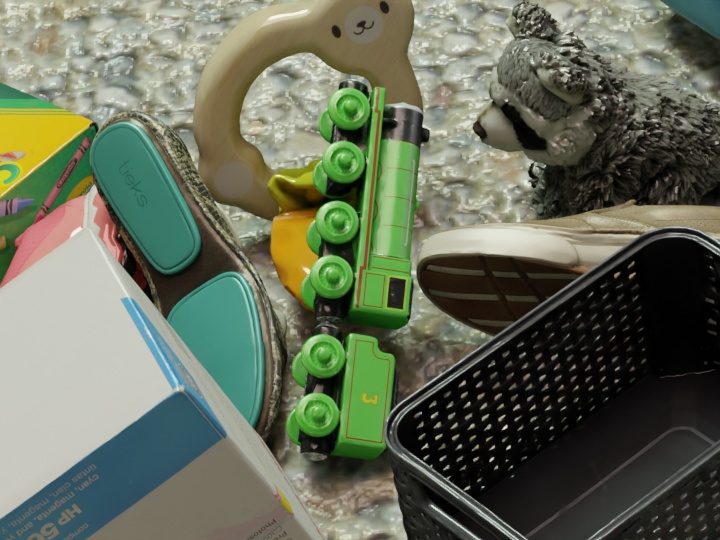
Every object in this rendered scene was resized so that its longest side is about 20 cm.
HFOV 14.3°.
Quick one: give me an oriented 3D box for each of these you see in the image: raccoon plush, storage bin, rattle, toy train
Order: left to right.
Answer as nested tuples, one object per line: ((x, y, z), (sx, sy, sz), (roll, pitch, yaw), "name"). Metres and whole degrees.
((-0.015, -0.101, 1.502), (0.130, 0.200, 0.143), (24, 21, -2), "rattle")
((0.000, 0.000, 1.446), (0.056, 0.042, 0.200), (9, 74, -8), "toy train")
((0.126, 0.085, 1.346), (0.200, 0.094, 0.135), (-34, 45, -23), "storage bin")
((0.152, -0.100, 1.519), (0.200, 0.134, 0.097), (-31, 43, -20), "raccoon plush")

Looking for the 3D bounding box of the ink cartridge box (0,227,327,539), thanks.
((-0.105, 0.108, 1.314), (0.125, 0.200, 0.129), (-35, 42, 0), "ink cartridge box")

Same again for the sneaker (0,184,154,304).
((-0.153, 0.035, 1.509), (0.087, 0.074, 0.200), (-20, 36, 16), "sneaker")

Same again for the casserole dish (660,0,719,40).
((0.230, -0.158, 1.611), (0.121, 0.039, 0.200), (-7, 28, -24), "casserole dish")

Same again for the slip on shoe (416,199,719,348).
((0.130, -0.005, 1.460), (0.200, 0.076, 0.061), (1, 49, 11), "slip on shoe")

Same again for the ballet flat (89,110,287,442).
((-0.077, 0.007, 1.491), (0.068, 0.075, 0.200), (-33, 70, 22), "ballet flat")

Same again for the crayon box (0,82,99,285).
((-0.248, -0.024, 1.595), (0.119, 0.058, 0.200), (23, 51, 35), "crayon box")
